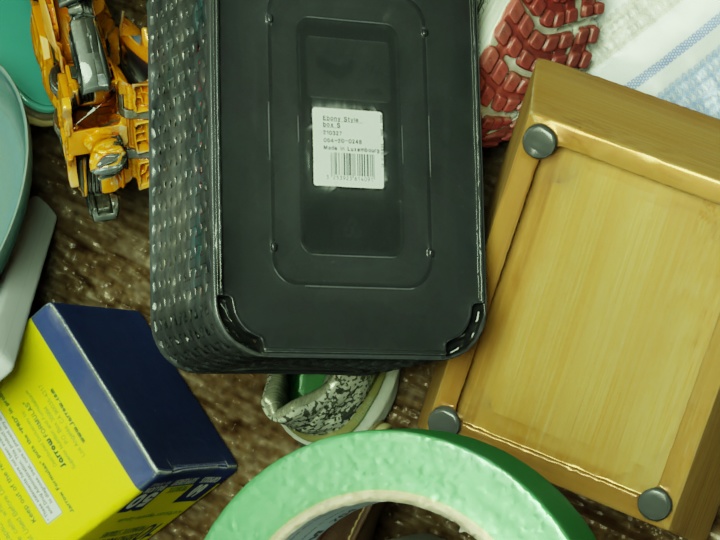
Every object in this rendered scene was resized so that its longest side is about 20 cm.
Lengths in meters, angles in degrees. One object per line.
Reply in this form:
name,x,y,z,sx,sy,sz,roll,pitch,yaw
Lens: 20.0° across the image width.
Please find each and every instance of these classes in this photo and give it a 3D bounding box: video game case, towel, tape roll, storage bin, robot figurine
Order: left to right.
video game case,-0.242,0.055,1.077,0.181,0.200,0.023,-38,109,13
robot figurine,-0.140,-0.126,1.054,0.058,0.146,0.201,-11,52,-12
storage bin,-0.022,-0.055,0.960,0.134,0.094,0.202,2,81,-25
tape roll,0.017,0.170,0.891,0.199,0.048,0.202,-2,85,20
towel,0.168,-0.109,1.025,0.147,0.024,0.201,-38,75,13

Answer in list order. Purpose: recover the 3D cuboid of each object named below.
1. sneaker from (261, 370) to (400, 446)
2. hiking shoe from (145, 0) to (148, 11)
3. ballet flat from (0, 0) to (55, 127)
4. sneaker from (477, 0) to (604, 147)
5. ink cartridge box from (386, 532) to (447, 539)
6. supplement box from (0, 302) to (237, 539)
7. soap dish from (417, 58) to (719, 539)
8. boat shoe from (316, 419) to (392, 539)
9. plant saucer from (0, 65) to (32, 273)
sneaker,0.000,0.000,1.041,0.076,0.089,0.201,17,92,20
hiking shoe,-0.054,-0.089,1.075,0.086,0.074,0.202,-15,85,12
ballet flat,-0.225,-0.153,1.155,0.063,0.068,0.201,-44,69,41
sneaker,0.079,-0.157,1.019,0.082,0.078,0.201,21,90,40
ink cartridge box,0.078,0.228,0.968,0.199,0.147,0.146,17,92,20
supplement box,-0.185,0.121,1.088,0.200,0.109,0.110,-38,76,14
soap dish,0.122,0.018,0.980,0.156,0.081,0.201,21,106,14
boat shoe,-0.021,0.171,1.051,0.067,0.072,0.201,33,104,13
plant saucer,-0.244,-0.025,1.060,0.199,0.027,0.202,-15,59,27
